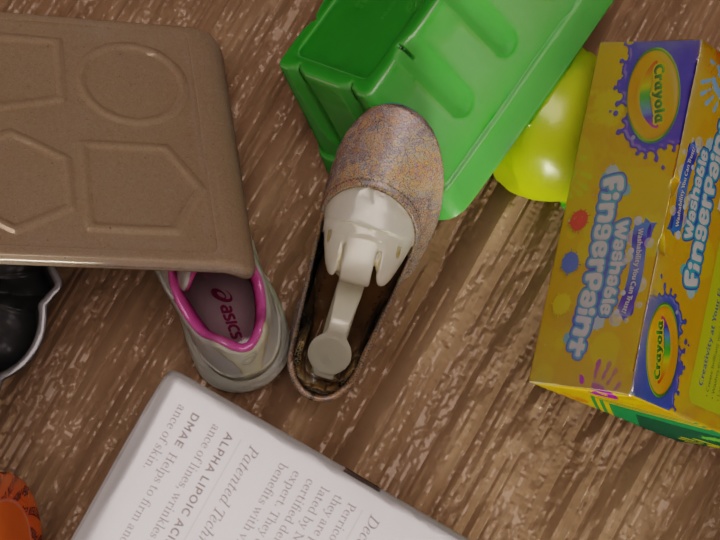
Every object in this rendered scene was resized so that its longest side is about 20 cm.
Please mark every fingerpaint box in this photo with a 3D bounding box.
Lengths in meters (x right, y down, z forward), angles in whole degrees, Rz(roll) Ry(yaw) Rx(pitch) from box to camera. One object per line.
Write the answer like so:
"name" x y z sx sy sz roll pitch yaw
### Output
"fingerpaint box" 0.188 -0.010 1.033 0.073 0.166 0.201 4 78 42

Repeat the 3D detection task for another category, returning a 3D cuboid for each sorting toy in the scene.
"sorting toy" -0.164 -0.072 1.010 0.199 0.037 0.186 6 50 -21

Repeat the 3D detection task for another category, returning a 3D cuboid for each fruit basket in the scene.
"fruit basket" 0.082 -0.115 1.074 0.215 0.155 0.217 -15 116 -34

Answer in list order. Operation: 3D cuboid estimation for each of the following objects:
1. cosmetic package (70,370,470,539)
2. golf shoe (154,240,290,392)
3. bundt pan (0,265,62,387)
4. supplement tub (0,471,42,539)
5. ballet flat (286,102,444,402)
"cosmetic package" -0.058 0.180 0.988 0.199 0.165 0.166 29 80 0
"golf shoe" -0.097 -0.027 1.055 0.075 0.092 0.201 -27 82 -6
"bundt pan" -0.270 0.001 1.046 0.200 0.076 0.204 1 81 -3
"supplement tub" -0.282 0.152 0.972 0.199 0.122 0.124 1 81 18
"ballet flat" 0.000 0.000 1.008 0.068 0.201 0.067 17 41 3
